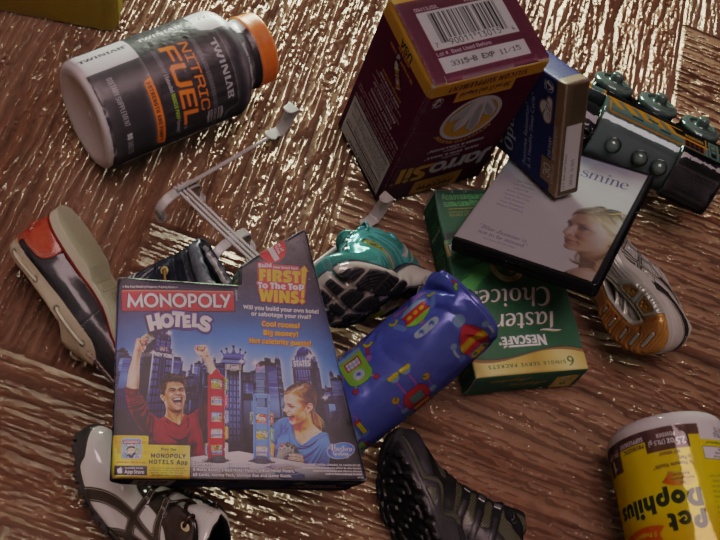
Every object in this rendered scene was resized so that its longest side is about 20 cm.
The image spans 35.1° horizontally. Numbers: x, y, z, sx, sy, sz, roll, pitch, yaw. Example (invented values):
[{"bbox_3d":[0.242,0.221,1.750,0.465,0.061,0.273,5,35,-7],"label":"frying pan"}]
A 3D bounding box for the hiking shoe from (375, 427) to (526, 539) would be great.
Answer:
[{"bbox_3d":[0.089,0.221,0.980,0.100,0.076,0.202,-19,73,-39],"label":"hiking shoe"}]

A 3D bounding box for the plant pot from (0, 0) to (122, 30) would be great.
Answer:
[{"bbox_3d":[-0.320,-0.387,1.114,0.196,0.177,0.203,8,61,-10],"label":"plant pot"}]

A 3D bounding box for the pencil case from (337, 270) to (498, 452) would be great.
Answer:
[{"bbox_3d":[0.026,0.081,0.981,0.199,0.078,0.087,-40,58,-1],"label":"pencil case"}]

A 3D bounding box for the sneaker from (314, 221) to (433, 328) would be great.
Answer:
[{"bbox_3d":[0.000,0.000,1.016,0.077,0.200,0.080,-37,78,17],"label":"sneaker"}]

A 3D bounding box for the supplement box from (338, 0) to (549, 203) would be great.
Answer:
[{"bbox_3d":[0.074,-0.170,1.094,0.129,0.201,0.104,-18,69,-22],"label":"supplement box"}]

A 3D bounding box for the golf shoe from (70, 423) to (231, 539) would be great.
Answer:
[{"bbox_3d":[-0.149,0.194,0.897,0.201,0.094,0.078,54,21,9],"label":"golf shoe"}]

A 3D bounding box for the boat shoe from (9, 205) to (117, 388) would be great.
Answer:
[{"bbox_3d":[-0.231,0.044,0.980,0.062,0.071,0.202,-32,87,11],"label":"boat shoe"}]

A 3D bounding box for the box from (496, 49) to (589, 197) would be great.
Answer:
[{"bbox_3d":[0.153,-0.174,1.125,0.032,0.123,0.200,-16,40,-19],"label":"box"}]

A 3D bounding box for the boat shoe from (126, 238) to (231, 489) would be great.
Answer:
[{"bbox_3d":[-0.129,0.075,0.958,0.090,0.071,0.202,-30,78,13],"label":"boat shoe"}]

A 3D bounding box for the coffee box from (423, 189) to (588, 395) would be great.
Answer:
[{"bbox_3d":[0.139,0.017,1.106,0.121,0.044,0.203,-1,64,-16],"label":"coffee box"}]

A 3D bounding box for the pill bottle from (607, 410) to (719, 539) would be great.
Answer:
[{"bbox_3d":[0.286,0.234,0.996,0.107,0.110,0.203,1,63,-15],"label":"pill bottle"}]

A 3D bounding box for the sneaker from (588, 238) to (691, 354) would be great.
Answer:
[{"bbox_3d":[0.256,0.003,1.141,0.087,0.076,0.202,7,48,-45],"label":"sneaker"}]

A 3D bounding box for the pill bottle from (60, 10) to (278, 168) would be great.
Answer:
[{"bbox_3d":[-0.176,-0.182,1.087,0.198,0.107,0.107,-28,73,-26],"label":"pill bottle"}]

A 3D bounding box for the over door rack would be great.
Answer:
[{"bbox_3d":[-0.081,-0.051,1.075,0.147,0.067,0.200,42,49,6],"label":"over door rack"}]

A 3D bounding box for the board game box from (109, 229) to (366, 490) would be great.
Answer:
[{"bbox_3d":[-0.098,0.068,0.899,0.197,0.062,0.203,5,72,-19],"label":"board game box"}]

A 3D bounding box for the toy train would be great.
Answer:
[{"bbox_3d":[0.297,-0.135,1.190,0.198,0.086,0.114,27,30,0],"label":"toy train"}]

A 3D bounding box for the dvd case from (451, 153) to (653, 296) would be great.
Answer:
[{"bbox_3d":[0.189,-0.057,1.094,0.141,0.018,0.200,18,41,19],"label":"dvd case"}]
